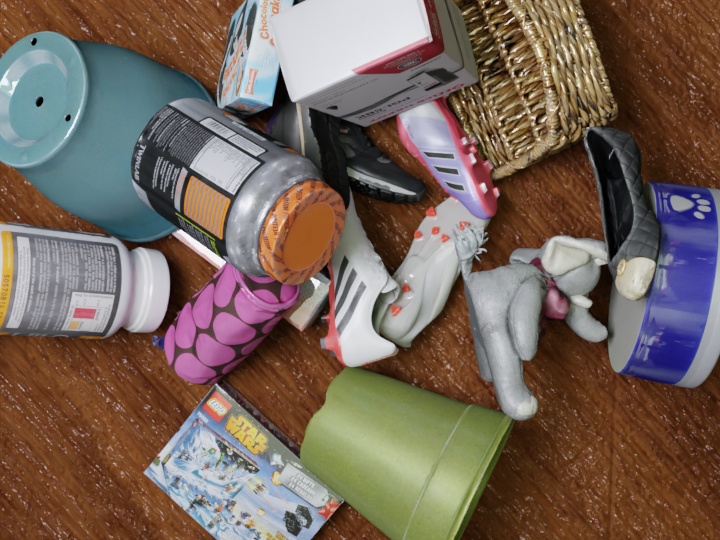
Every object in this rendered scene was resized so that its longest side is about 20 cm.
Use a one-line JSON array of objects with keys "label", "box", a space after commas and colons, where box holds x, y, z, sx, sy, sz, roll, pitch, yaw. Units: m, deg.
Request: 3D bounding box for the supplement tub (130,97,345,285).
[{"label": "supplement tub", "box": [-0.116, -0.074, 0.805, 0.199, 0.122, 0.124, 33, 94, 30]}]

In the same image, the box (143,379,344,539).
[{"label": "box", "box": [-0.132, 0.245, 0.979, 0.200, 0.040, 0.137, 41, 95, 3]}]

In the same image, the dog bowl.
[{"label": "dog bowl", "box": [0.314, 0.013, 0.862, 0.077, 0.200, 0.204, 9, 92, 6]}]

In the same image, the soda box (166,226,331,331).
[{"label": "soda box", "box": [-0.121, -0.017, 0.963, 0.199, 0.064, 0.069, 36, 93, 2]}]

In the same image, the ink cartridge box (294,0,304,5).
[{"label": "ink cartridge box", "box": [-0.023, -0.314, 0.878, 0.143, 0.200, 0.089, 9, 84, 4]}]

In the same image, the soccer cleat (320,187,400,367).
[{"label": "soccer cleat", "box": [0.000, 0.000, 0.893, 0.084, 0.069, 0.204, -5, 74, 12]}]

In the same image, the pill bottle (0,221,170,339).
[{"label": "pill bottle", "box": [-0.315, 0.015, 0.909, 0.198, 0.116, 0.119, 8, 92, -38]}]

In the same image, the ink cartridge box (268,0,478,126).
[{"label": "ink cartridge box", "box": [0.022, -0.214, 0.828, 0.145, 0.200, 0.084, -18, 86, 21]}]

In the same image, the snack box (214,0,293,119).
[{"label": "snack box", "box": [-0.116, -0.226, 0.893, 0.037, 0.200, 0.118, 11, 92, -18]}]

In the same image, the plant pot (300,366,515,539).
[{"label": "plant pot", "box": [0.042, 0.198, 0.905, 0.188, 0.200, 0.203, 26, 93, 15]}]

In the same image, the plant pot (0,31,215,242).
[{"label": "plant pot", "box": [-0.277, -0.146, 0.880, 0.197, 0.187, 0.204, -4, 80, 23]}]

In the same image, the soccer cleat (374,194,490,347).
[{"label": "soccer cleat", "box": [0.084, -0.005, 0.953, 0.069, 0.078, 0.201, 27, 74, 38]}]

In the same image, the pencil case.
[{"label": "pencil case", "box": [-0.144, 0.045, 0.908, 0.200, 0.090, 0.095, -40, 52, 42]}]

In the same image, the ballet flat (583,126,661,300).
[{"label": "ballet flat", "box": [0.243, -0.056, 0.805, 0.056, 0.067, 0.202, 16, 50, -15]}]

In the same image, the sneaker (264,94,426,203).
[{"label": "sneaker", "box": [-0.012, -0.142, 0.950, 0.197, 0.076, 0.089, 21, 87, 4]}]

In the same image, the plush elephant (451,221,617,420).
[{"label": "plush elephant", "box": [0.192, 0.031, 0.889, 0.152, 0.165, 0.203, -14, 93, 1]}]

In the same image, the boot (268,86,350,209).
[{"label": "boot", "box": [-0.092, -0.140, 0.901, 0.137, 0.077, 0.203, -17, 65, 27]}]

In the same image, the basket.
[{"label": "basket", "box": [0.165, -0.215, 0.898, 0.147, 0.143, 0.203, -22, 89, 3]}]

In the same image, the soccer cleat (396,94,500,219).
[{"label": "soccer cleat", "box": [0.087, -0.136, 0.935, 0.076, 0.066, 0.202, -33, 73, 25]}]
